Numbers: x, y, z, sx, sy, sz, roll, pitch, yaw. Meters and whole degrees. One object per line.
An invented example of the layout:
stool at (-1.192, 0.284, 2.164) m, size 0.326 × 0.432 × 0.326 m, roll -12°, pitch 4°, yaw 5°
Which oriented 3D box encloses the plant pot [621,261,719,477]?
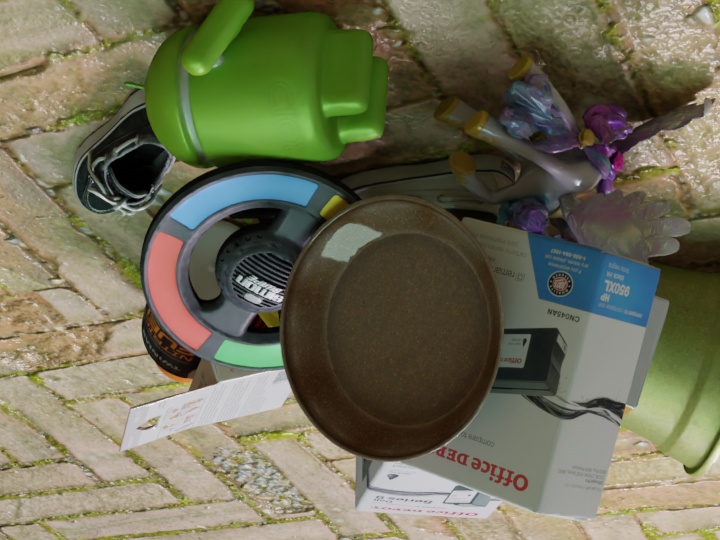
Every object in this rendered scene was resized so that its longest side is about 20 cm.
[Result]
plant pot at (0.258, 0.067, 1.590) m, size 0.183 × 0.202 × 0.201 m, roll 19°, pitch 151°, yaw 0°

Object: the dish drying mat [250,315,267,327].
dish drying mat at (-0.100, 0.059, 1.699) m, size 0.018 × 0.077 × 0.200 m, roll 29°, pitch 163°, yaw 2°

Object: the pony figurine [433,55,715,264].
pony figurine at (0.175, -0.082, 1.384) m, size 0.200 × 0.167 × 0.193 m, roll 38°, pitch 148°, yaw -20°

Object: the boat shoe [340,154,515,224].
boat shoe at (0.044, -0.048, 1.526) m, size 0.198 × 0.070 × 0.071 m, roll -9°, pitch 147°, yaw 25°

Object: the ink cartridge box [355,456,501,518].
ink cartridge box at (0.080, 0.174, 1.660) m, size 0.144 × 0.085 × 0.200 m, roll 5°, pitch 156°, yaw -8°

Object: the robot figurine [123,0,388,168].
robot figurine at (-0.080, -0.140, 1.340) m, size 0.198 × 0.117 × 0.176 m, roll -3°, pitch 158°, yaw 18°

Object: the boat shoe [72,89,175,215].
boat shoe at (-0.207, -0.086, 1.510) m, size 0.073 × 0.069 × 0.199 m, roll 22°, pitch 148°, yaw -26°

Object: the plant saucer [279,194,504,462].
plant saucer at (0.029, 0.044, 1.304) m, size 0.199 × 0.203 × 0.037 m, roll -13°, pitch 170°, yaw 32°

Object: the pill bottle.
pill bottle at (-0.160, 0.040, 1.688) m, size 0.105 × 0.107 × 0.200 m, roll 11°, pitch 151°, yaw -8°

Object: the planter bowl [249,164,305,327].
planter bowl at (-0.052, 0.007, 1.509) m, size 0.083 × 0.201 × 0.201 m, roll -33°, pitch 158°, yaw -19°

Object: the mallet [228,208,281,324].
mallet at (-0.075, 0.009, 1.431) m, size 0.065 × 0.041 × 0.202 m, roll 1°, pitch 110°, yaw 13°

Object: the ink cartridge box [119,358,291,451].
ink cartridge box at (-0.147, 0.113, 1.638) m, size 0.175 × 0.045 × 0.200 m, roll -13°, pitch 166°, yaw -15°

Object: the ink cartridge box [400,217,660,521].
ink cartridge box at (0.128, 0.075, 1.307) m, size 0.144 × 0.202 × 0.084 m, roll 15°, pitch -179°, yaw 43°

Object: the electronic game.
electronic game at (-0.077, -0.001, 1.366) m, size 0.198 × 0.042 × 0.202 m, roll -3°, pitch 126°, yaw -4°

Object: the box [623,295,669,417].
box at (0.146, 0.048, 1.450) m, size 0.198 × 0.098 × 0.124 m, roll 20°, pitch 168°, yaw 5°
